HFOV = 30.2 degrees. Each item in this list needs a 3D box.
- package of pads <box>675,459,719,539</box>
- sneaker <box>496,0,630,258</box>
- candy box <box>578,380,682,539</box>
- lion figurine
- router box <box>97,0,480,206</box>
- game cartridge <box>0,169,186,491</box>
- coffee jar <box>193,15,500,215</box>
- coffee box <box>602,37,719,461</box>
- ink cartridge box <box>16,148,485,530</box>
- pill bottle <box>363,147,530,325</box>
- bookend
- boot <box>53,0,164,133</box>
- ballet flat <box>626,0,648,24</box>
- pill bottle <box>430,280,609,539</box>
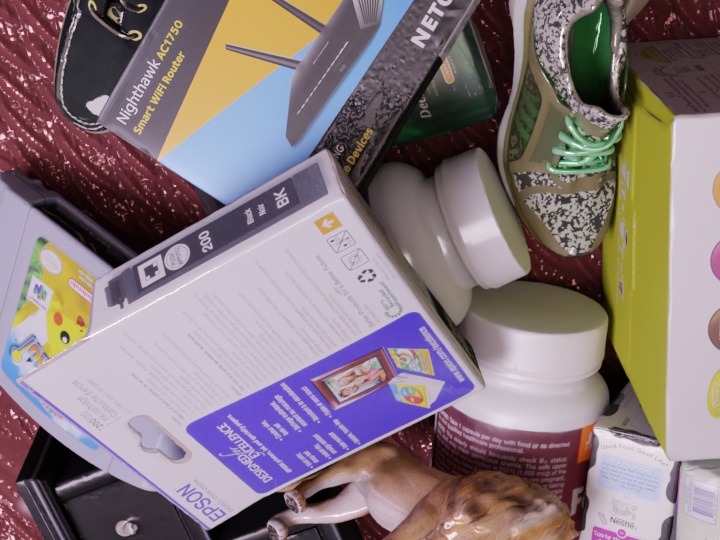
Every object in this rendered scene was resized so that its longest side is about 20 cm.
[{"bbox_3d":[0.252,0.151,0.857,0.068,0.200,0.156,8,115,26],"label":"package of pads"},{"bbox_3d":[0.124,-0.089,0.768,0.076,0.089,0.202,-10,119,-6],"label":"sneaker"},{"bbox_3d":[0.191,0.176,0.894,0.060,0.136,0.202,12,112,24],"label":"candy box"},{"bbox_3d":[0.028,0.143,0.825,0.122,0.199,0.073,-30,129,-31],"label":"lion figurine"},{"bbox_3d":[-0.032,-0.129,0.745,0.148,0.051,0.201,32,96,4],"label":"router box"},{"bbox_3d":[-0.173,0.043,0.836,0.199,0.040,0.134,34,122,23],"label":"game cartridge"},{"bbox_3d":[-0.021,-0.110,0.818,0.198,0.085,0.105,-21,107,6],"label":"coffee jar"},{"bbox_3d":[0.255,-0.025,0.795,0.195,0.200,0.202,-3,110,1],"label":"coffee box"},{"bbox_3d":[-0.055,0.049,0.743,0.199,0.044,0.198,-29,137,9],"label":"ink cartridge box"},{"bbox_3d":[0.000,0.000,0.831,0.198,0.112,0.113,-22,109,16],"label":"pill bottle"},{"bbox_3d":[-0.097,0.174,0.914,0.198,0.092,0.200,-20,109,5],"label":"bookend"},{"bbox_3d":[-0.139,-0.165,0.756,0.073,0.154,0.205,28,105,-2],"label":"boot"},{"bbox_3d":[0.180,-0.226,0.798,0.069,0.070,0.202,11,108,-5],"label":"ballet flat"},{"bbox_3d":[0.104,0.117,0.887,0.113,0.114,0.202,4,110,-3],"label":"pill bottle"}]
